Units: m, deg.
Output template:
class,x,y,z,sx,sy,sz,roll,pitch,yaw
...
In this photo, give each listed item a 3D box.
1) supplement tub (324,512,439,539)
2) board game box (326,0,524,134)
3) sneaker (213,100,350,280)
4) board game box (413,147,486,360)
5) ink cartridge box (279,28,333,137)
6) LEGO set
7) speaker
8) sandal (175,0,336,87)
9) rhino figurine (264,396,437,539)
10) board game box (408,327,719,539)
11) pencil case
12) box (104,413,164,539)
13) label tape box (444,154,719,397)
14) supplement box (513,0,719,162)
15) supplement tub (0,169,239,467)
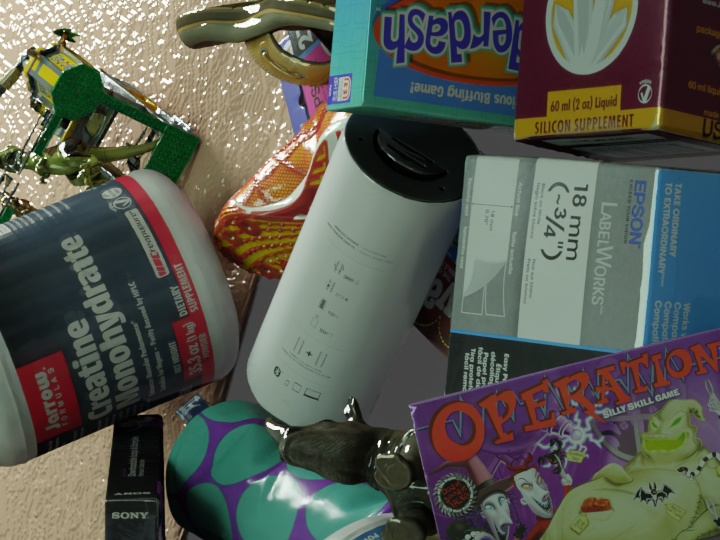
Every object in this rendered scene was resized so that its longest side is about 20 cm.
class,x,y,z,sx,sy,sz,roll,pitch,yaw
supplement tub,0.056,0.223,1.406,0.200,0.144,0.145,28,105,49
board game box,0.064,-0.176,1.456,0.045,0.152,0.201,0,86,62
sneaker,-0.019,-0.055,1.601,0.200,0.073,0.077,-36,24,47
board game box,0.066,-0.001,1.533,0.200,0.019,0.103,44,118,44
ink cartridge box,0.005,-0.147,1.623,0.200,0.037,0.095,-40,54,41
LEGO set,-0.208,-0.065,1.776,0.116,0.153,0.201,37,108,47
speaker,0.000,0.000,1.520,0.081,0.081,0.200,64,146,35
sandal,-0.035,-0.133,1.587,0.200,0.080,0.054,0,98,52
rhino figurine,0.038,0.110,1.413,0.199,0.087,0.060,17,108,22
board game box,0.133,0.100,1.323,0.199,0.032,0.120,-15,74,6
pencil case,-0.029,0.136,1.572,0.092,0.085,0.200,-50,39,-14
box,-0.133,0.177,1.623,0.200,0.036,0.144,-115,24,-79
label tape box,0.138,0.017,1.389,0.200,0.063,0.145,6,91,45
supplement box,0.151,-0.161,1.408,0.110,0.085,0.201,-2,82,50
supplement tub,-0.187,0.034,1.666,0.141,0.199,0.141,57,161,31
